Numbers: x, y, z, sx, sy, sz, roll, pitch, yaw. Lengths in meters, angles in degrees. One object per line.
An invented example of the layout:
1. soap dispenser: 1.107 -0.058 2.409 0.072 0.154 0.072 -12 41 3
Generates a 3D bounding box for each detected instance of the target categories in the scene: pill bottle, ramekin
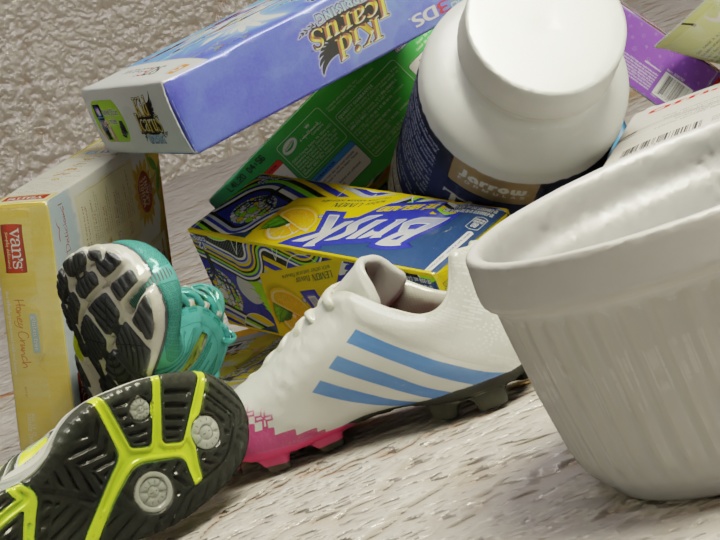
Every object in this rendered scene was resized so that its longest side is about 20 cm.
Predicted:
1. pill bottle: 0.080 -0.081 1.144 0.111 0.111 0.200 -25 -19 -17
2. ramekin: 0.150 0.007 0.821 0.199 0.105 0.200 -21 8 3

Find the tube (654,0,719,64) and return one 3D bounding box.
1. tube: 0.270 -0.124 1.195 0.199 0.058 0.052 7 33 -12

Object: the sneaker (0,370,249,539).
1. sneaker: -0.145 0.106 1.033 0.199 0.076 0.076 -29 10 -24

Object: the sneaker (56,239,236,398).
1. sneaker: -0.106 0.028 1.109 0.079 0.078 0.200 -30 -15 -14

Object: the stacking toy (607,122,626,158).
1. stacking toy: 0.066 -0.045 1.305 0.199 0.116 0.110 -30 -33 0

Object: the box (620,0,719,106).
1. box: 0.162 -0.139 1.317 0.039 0.200 0.137 -55 -32 9

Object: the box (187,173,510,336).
1. box: 0.000 0.000 1.168 0.199 0.070 0.064 10 41 46

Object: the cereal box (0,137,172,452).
1. cereal box: -0.155 0.008 1.250 0.039 0.145 0.200 -2 13 13

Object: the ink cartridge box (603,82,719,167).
1. ink cartridge box: 0.205 -0.047 1.086 0.145 0.084 0.200 -19 9 17

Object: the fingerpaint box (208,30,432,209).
1. fingerpaint box: 0.012 -0.075 1.377 0.200 0.073 0.167 -46 -15 0

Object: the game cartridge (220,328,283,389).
1. game cartridge: -0.054 0.061 1.256 0.199 0.033 0.176 -17 10 36

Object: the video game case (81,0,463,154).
1. video game case: -0.042 -0.128 1.199 0.199 0.046 0.181 -29 13 -17

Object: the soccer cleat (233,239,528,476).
1. soccer cleat: -0.008 0.040 1.076 0.199 0.087 0.070 -18 9 26
